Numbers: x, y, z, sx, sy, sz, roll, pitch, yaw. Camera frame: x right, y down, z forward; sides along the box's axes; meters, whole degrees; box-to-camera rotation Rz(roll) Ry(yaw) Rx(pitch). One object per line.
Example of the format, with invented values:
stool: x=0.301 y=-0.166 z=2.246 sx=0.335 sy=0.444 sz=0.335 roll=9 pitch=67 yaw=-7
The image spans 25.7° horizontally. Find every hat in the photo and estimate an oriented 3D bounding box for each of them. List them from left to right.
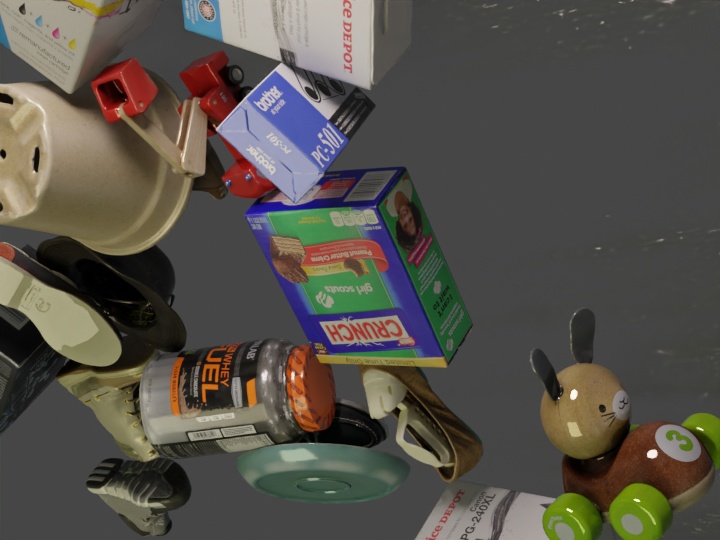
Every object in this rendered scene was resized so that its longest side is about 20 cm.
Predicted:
hat: x=-0.264 y=0.005 z=1.793 sx=0.201 sy=0.081 sz=0.201 roll=26 pitch=155 yaw=13

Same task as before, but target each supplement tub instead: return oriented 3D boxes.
supplement tub: x=-0.137 y=0.143 z=1.772 sx=0.200 sy=0.123 sz=0.123 roll=-9 pitch=123 yaw=19

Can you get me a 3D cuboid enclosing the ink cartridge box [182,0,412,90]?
ink cartridge box: x=-0.056 y=-0.262 z=1.385 sx=0.200 sy=0.084 sz=0.145 roll=21 pitch=138 yaw=21

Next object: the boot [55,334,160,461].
boot: x=-0.277 y=0.162 z=1.957 sx=0.200 sy=0.072 sz=0.155 roll=-14 pitch=117 yaw=49

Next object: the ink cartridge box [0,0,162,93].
ink cartridge box: x=-0.259 y=-0.301 z=1.452 sx=0.147 sy=0.145 sz=0.200 roll=37 pitch=139 yaw=3

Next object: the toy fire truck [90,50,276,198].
toy fire truck: x=-0.157 y=-0.138 z=1.532 sx=0.049 sy=0.141 sz=0.200 roll=-12 pitch=119 yaw=43

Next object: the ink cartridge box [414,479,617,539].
ink cartridge box: x=0.161 y=0.320 z=1.723 sx=0.200 sy=0.145 sz=0.083 roll=6 pitch=132 yaw=32

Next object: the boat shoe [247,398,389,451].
boat shoe: x=-0.059 y=0.191 z=1.830 sx=0.200 sy=0.060 sz=0.076 roll=-4 pitch=125 yaw=39

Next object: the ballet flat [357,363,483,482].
ballet flat: x=0.052 y=0.152 z=1.704 sx=0.200 sy=0.072 sz=0.068 roll=50 pitch=139 yaw=-13

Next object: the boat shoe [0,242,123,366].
boat shoe: x=-0.352 y=0.035 z=1.783 sx=0.200 sy=0.063 sz=0.071 roll=34 pitch=107 yaw=-8

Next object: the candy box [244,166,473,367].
candy box: x=0.000 y=0.000 z=1.596 sx=0.169 sy=0.077 sz=0.200 roll=-2 pitch=127 yaw=37

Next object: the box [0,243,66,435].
box: x=-0.435 y=0.093 z=1.949 sx=0.107 sy=0.148 sz=0.200 roll=36 pitch=140 yaw=3

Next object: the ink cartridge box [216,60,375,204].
ink cartridge box: x=-0.053 y=-0.137 z=1.412 sx=0.094 sy=0.200 sz=0.044 roll=43 pitch=116 yaw=-6

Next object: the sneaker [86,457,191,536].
sneaker: x=-0.270 y=0.309 z=2.100 sx=0.200 sy=0.075 sz=0.116 roll=3 pitch=134 yaw=47

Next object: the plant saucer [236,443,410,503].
plant saucer: x=-0.043 y=0.236 z=1.802 sx=0.200 sy=0.027 sz=0.200 roll=1 pitch=159 yaw=0

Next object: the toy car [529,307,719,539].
toy car: x=0.235 y=0.140 z=1.505 sx=0.158 sy=0.164 sz=0.200 roll=-17 pitch=103 yaw=45

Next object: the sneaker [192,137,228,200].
sneaker: x=-0.228 y=-0.093 z=1.682 sx=0.200 sy=0.070 sz=0.076 roll=-5 pitch=126 yaw=40

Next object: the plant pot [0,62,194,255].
plant pot: x=-0.297 y=-0.112 z=1.563 sx=0.200 sy=0.183 sz=0.201 roll=2 pitch=93 yaw=31
